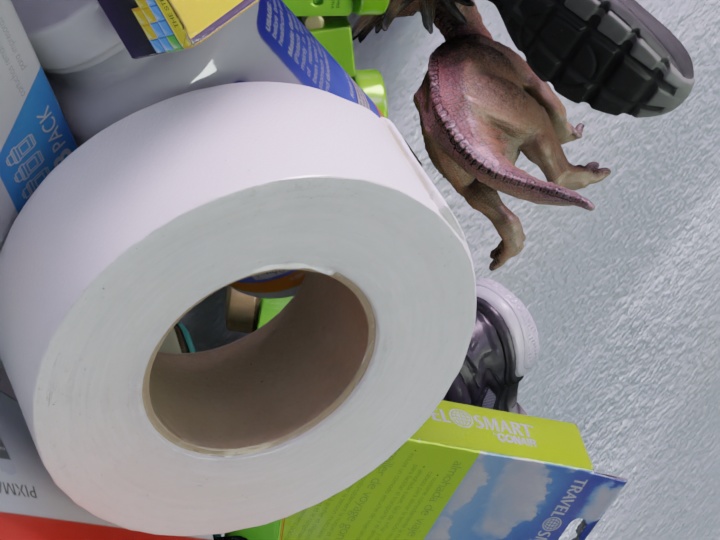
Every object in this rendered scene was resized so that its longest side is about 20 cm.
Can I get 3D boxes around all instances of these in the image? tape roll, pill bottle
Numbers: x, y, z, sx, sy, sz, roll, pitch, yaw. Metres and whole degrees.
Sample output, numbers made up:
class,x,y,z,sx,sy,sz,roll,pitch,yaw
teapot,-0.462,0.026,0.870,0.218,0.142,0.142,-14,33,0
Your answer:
class,x,y,z,sx,sy,sz,roll,pitch,yaw
tape roll,-0.053,0.019,0.924,0.202,0.071,0.203,-15,134,-16
pill bottle,-0.075,-0.081,0.954,0.112,0.112,0.200,-53,135,-8

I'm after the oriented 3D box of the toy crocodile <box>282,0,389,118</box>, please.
class,x,y,z,sx,sy,sz,roll,pitch,yaw
toy crocodile,-0.024,-0.119,1.068,0.067,0.062,0.200,-6,127,-11

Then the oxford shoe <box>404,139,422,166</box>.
class,x,y,z,sx,sy,sz,roll,pitch,yaw
oxford shoe,0.000,0.000,1.206,0.071,0.073,0.200,-37,146,-30

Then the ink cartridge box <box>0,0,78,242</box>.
class,x,y,z,sx,sy,sz,roll,pitch,yaw
ink cartridge box,-0.215,-0.027,0.851,0.200,0.068,0.115,-45,144,-20

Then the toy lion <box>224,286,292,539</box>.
class,x,y,z,sx,sy,sz,roll,pitch,yaw
toy lion,-0.050,0.101,1.159,0.200,0.069,0.192,-83,-179,-57

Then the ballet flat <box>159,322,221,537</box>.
class,x,y,z,sx,sy,sz,roll,pitch,yaw
ballet flat,-0.116,0.101,1.154,0.069,0.069,0.200,-38,144,-30

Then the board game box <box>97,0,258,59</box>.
class,x,y,z,sx,sy,sz,roll,pitch,yaw
board game box,-0.050,-0.206,0.857,0.200,0.057,0.165,-39,111,-28

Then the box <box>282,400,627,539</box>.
class,x,y,z,sx,sy,sz,roll,pitch,yaw
box,0.046,0.136,1.314,0.200,0.048,0.122,12,128,-25

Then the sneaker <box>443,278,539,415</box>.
class,x,y,z,sx,sy,sz,roll,pitch,yaw
sneaker,0.055,0.101,1.399,0.114,0.075,0.200,-33,143,-27

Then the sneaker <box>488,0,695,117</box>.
class,x,y,z,sx,sy,sz,roll,pitch,yaw
sneaker,0.091,-0.157,1.074,0.079,0.200,0.075,-50,178,-34

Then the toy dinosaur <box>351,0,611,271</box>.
class,x,y,z,sx,sy,sz,roll,pitch,yaw
toy dinosaur,0.054,-0.090,1.108,0.086,0.200,0.136,-31,123,10

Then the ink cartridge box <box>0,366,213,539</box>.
class,x,y,z,sx,sy,sz,roll,pitch,yaw
ink cartridge box,-0.125,0.099,0.965,0.163,0.200,0.057,17,95,-54

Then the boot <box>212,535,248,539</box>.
class,x,y,z,sx,sy,sz,roll,pitch,yaw
boot,-0.134,0.215,1.044,0.073,0.162,0.198,42,47,-56
